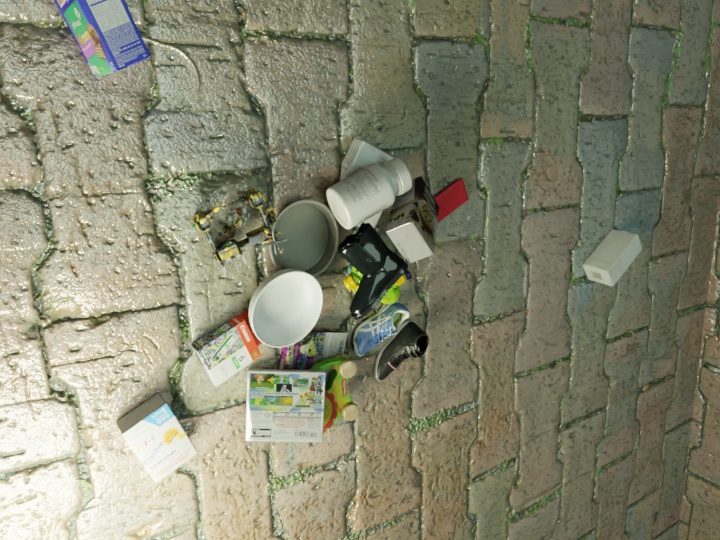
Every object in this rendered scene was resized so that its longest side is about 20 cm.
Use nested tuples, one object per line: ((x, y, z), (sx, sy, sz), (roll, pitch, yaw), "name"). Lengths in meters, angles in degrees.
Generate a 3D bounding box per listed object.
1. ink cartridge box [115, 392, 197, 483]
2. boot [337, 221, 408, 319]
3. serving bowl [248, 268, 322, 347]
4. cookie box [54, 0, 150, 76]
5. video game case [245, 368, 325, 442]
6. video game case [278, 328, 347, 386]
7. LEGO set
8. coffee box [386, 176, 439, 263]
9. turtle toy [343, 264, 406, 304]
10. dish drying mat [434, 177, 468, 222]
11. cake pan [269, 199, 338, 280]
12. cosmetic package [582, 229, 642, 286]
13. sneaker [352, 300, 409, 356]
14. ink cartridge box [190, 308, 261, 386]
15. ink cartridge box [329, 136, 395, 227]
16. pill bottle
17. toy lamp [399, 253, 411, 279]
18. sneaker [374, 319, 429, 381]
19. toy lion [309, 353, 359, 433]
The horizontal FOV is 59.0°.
((-0.460, 0.402, 1.473), (0.115, 0.068, 0.202), (-35, 120, -23), "ink cartridge box")
((0.000, 0.000, 1.583), (0.168, 0.076, 0.200), (41, 94, -20), "boot")
((-0.190, 0.083, 1.555), (0.198, 0.066, 0.203), (-17, 121, -31), "serving bowl")
((-0.485, -0.469, 1.161), (0.075, 0.170, 0.202), (-35, 119, -26), "cookie box")
((-0.190, 0.342, 1.613), (0.197, 0.022, 0.185), (2, 97, -6), "video game case")
((-0.131, 0.253, 1.686), (0.179, 0.036, 0.203), (5, 100, -36), "video game case")
((-0.270, -0.088, 1.426), (0.198, 0.116, 0.156), (-18, 115, -16), "LEGO set")
((0.138, -0.132, 1.630), (0.113, 0.079, 0.201), (52, 32, -30), "coffee box")
((0.044, 0.023, 1.706), (0.145, 0.101, 0.201), (-34, 122, 7), "turtle toy")
((0.233, -0.187, 1.840), (0.199, 0.018, 0.077), (-37, 121, -23), "dish drying mat")
((-0.145, -0.078, 1.587), (0.198, 0.037, 0.203), (-10, 108, -33), "cake pan")
((0.910, -0.049, 2.299), (0.200, 0.112, 0.082), (-43, 122, -16), "cosmetic package")
((0.055, 0.159, 1.768), (0.200, 0.077, 0.076), (-47, 125, -14), "sneaker")
((-0.296, 0.175, 1.540), (0.199, 0.050, 0.110), (-33, 119, -23), "ink cartridge box")
((0.010, -0.223, 1.664), (0.161, 0.057, 0.202), (22, 104, -37), "ink cartridge box")
((0.024, -0.197, 1.583), (0.198, 0.114, 0.115), (-30, 118, -16), "pill bottle")
((0.118, -0.076, 1.762), (0.058, 0.058, 0.203), (-13, 109, -32), "toy lamp")
((0.120, 0.240, 1.822), (0.071, 0.099, 0.201), (43, 78, -36), "sneaker")
((-0.102, 0.336, 1.675), (0.189, 0.069, 0.203), (-10, 108, -24), "toy lion")
